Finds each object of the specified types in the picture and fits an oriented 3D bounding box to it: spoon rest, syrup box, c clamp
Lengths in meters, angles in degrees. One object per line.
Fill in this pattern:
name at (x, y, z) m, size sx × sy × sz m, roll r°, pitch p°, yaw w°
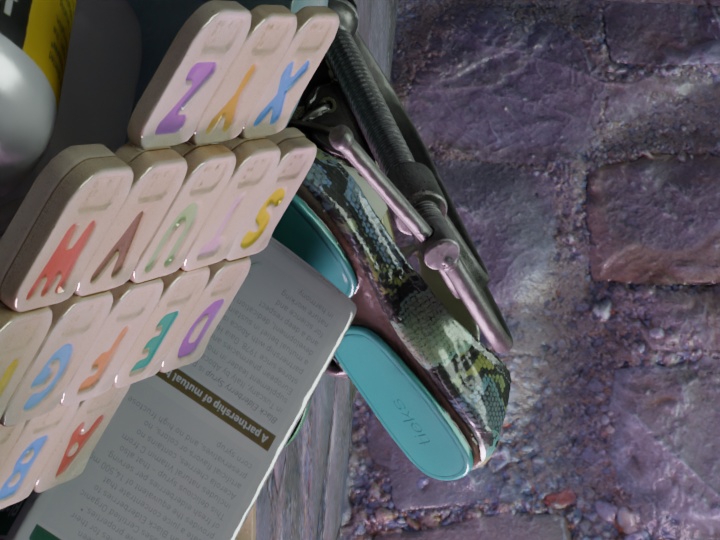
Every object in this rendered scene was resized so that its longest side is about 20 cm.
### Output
spoon rest at (-0.121, -0.053, 0.778) m, size 0.201 × 0.098 × 0.061 m, roll -112°, pitch -176°, yaw -54°
syrup box at (-0.090, 0.079, 0.820) m, size 0.201 × 0.081 × 0.079 m, roll -60°, pitch -162°, yaw -21°
c clamp at (0.016, -0.051, 0.854) m, size 0.171 × 0.027 × 0.201 m, roll 54°, pitch 8°, yaw -37°

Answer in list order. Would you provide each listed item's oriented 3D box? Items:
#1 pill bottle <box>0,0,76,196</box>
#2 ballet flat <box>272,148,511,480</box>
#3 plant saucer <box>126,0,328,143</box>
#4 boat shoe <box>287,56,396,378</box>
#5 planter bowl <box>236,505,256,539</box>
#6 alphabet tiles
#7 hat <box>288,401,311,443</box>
pill bottle at (-0.140, -0.090, 0.633) m, size 0.113 × 0.111 × 0.202 m, roll 83°, pitch 10°, yaw -64°
ballet flat at (0.000, 0.000, 0.894) m, size 0.201 × 0.074 × 0.075 m, roll 55°, pitch 24°, yaw -27°
plant saucer at (-0.060, -0.077, 0.807) m, size 0.201 × 0.038 × 0.202 m, roll -43°, pitch -146°, yaw 38°
boat shoe at (-0.022, -0.049, 0.946) m, size 0.065 × 0.073 × 0.202 m, roll -71°, pitch 143°, yaw -82°
planter bowl at (-0.117, 0.129, 0.933) m, size 0.200 × 0.133 × 0.203 m, roll 3°, pitch 90°, yaw -85°
alphabet tiles at (-0.072, 0.001, 0.679) m, size 0.197 × 0.015 × 0.200 m, roll -58°, pitch 168°, yaw 15°
hat at (-0.138, 0.051, 1.349) m, size 0.199 × 0.175 × 0.168 m, roll 18°, pitch -69°, yaw 56°
